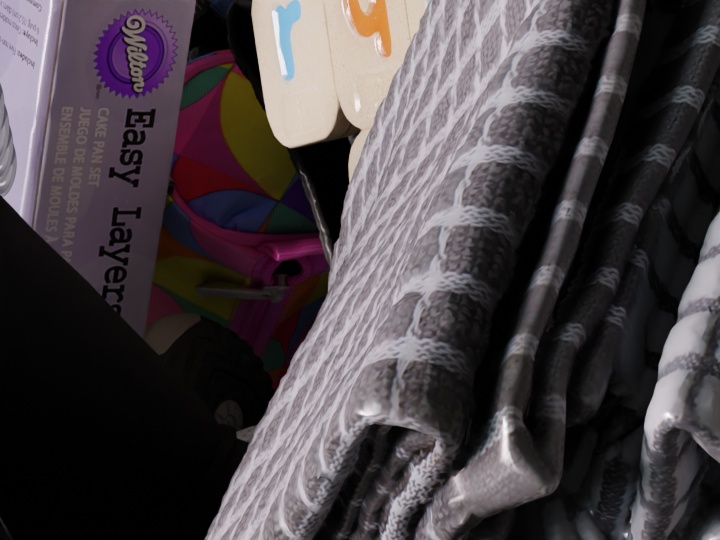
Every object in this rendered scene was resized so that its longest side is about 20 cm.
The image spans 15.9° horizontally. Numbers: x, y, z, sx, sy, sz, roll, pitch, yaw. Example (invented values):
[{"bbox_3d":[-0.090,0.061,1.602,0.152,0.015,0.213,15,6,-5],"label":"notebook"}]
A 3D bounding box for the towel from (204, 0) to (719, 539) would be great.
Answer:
[{"bbox_3d":[0.026,0.012,0.487,0.200,0.085,0.166,117,178,-55],"label":"towel"}]

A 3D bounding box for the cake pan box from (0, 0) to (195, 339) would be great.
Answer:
[{"bbox_3d":[-0.125,-0.030,0.817,0.200,0.052,0.186,36,119,54],"label":"cake pan box"}]

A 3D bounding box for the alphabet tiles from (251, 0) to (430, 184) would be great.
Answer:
[{"bbox_3d":[0.024,-0.090,0.643,0.200,0.015,0.197,-9,90,59],"label":"alphabet tiles"}]

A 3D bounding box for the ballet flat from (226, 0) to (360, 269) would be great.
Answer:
[{"bbox_3d":[0.000,0.000,0.733,0.067,0.056,0.201,112,153,-47],"label":"ballet flat"}]

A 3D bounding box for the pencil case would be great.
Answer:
[{"bbox_3d":[-0.052,0.008,0.867,0.200,0.088,0.089,117,150,-57],"label":"pencil case"}]

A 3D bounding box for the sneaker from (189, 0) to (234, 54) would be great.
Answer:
[{"bbox_3d":[-0.067,-0.097,0.898,0.071,0.082,0.200,60,175,-16],"label":"sneaker"}]

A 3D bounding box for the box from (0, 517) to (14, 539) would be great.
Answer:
[{"bbox_3d":[-0.114,0.092,0.564,0.160,0.049,0.200,59,153,-2],"label":"box"}]

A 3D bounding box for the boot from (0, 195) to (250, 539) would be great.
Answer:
[{"bbox_3d":[-0.049,0.052,0.613,0.199,0.168,0.077,8,59,46],"label":"boot"}]

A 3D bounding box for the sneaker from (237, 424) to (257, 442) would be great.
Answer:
[{"bbox_3d":[0.005,0.121,0.714,0.200,0.070,0.081,-122,15,-57],"label":"sneaker"}]

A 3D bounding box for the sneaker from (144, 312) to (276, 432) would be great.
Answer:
[{"bbox_3d":[-0.070,0.099,0.839,0.076,0.075,0.201,22,128,26],"label":"sneaker"}]
